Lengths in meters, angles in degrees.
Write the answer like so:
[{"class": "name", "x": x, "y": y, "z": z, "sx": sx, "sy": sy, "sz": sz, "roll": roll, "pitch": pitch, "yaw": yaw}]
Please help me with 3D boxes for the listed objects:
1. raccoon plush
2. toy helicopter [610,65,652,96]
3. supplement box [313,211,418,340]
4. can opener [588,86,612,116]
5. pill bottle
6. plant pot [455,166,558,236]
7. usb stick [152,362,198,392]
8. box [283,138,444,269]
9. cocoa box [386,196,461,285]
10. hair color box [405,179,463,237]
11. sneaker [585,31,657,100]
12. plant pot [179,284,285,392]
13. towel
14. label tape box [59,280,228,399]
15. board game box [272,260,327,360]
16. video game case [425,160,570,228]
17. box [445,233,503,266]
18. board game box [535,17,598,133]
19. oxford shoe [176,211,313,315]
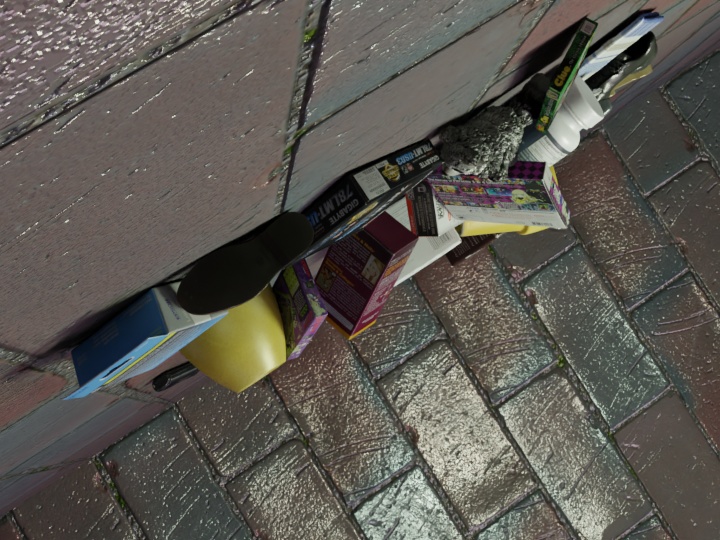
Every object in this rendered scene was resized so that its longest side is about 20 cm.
[{"class": "raccoon plush", "x": 0.184, "y": -0.217, "z": 1.347, "sx": 0.202, "sy": 0.096, "sz": 0.134, "roll": -64, "pitch": 158, "yaw": 4}, {"class": "toy helicopter", "x": 0.459, "y": -0.346, "z": 1.783, "sx": 0.198, "sy": 0.080, "sz": 0.132, "roll": -25, "pitch": -167, "yaw": -5}, {"class": "supplement box", "x": 0.000, "y": 0.000, "z": 1.574, "sx": 0.085, "sy": 0.110, "sz": 0.201, "roll": -30, "pitch": 154, "yaw": -50}, {"class": "can opener", "x": 0.329, "y": -0.265, "z": 1.609, "sx": 0.198, "sy": 0.067, "sz": 0.052, "roll": -15, "pitch": -172, "yaw": 39}, {"class": "pill bottle", "x": 0.285, "y": -0.226, "z": 1.520, "sx": 0.199, "sy": 0.120, "sz": 0.119, "roll": -35, "pitch": 176, "yaw": 27}, {"class": "plant pot", "x": 0.262, "y": -0.156, "z": 1.832, "sx": 0.186, "sy": 0.203, "sz": 0.201, "roll": -16, "pitch": 174, "yaw": -8}, {"class": "usb stick", "x": -0.421, "y": 0.241, "z": 2.171, "sx": 0.055, "sy": 0.033, "sz": 0.200, "roll": -41, "pitch": 175, "yaw": 13}, {"class": "box", "x": -0.005, "y": -0.093, "z": 1.312, "sx": 0.199, "sy": 0.050, "sz": 0.198, "roll": -36, "pitch": 175, "yaw": 41}, {"class": "cocoa box", "x": 0.075, "y": -0.054, "z": 1.823, "sx": 0.199, "sy": 0.134, "sz": 0.131, "roll": -33, "pitch": 177, "yaw": -3}, {"class": "hair color box", "x": 0.158, "y": -0.135, "z": 1.652, "sx": 0.061, "sy": 0.103, "sz": 0.199, "roll": 2, "pitch": -161, "yaw": 36}, {"class": "sneaker", "x": 0.437, "y": -0.355, "z": 1.655, "sx": 0.200, "sy": 0.076, "sz": 0.091, "roll": -43, "pitch": 168, "yaw": 6}, {"class": "plant pot", "x": -0.209, "y": 0.126, "z": 1.628, "sx": 0.199, "sy": 0.143, "sz": 0.200, "roll": -33, "pitch": 176, "yaw": -2}, {"class": "towel", "x": 0.400, "y": -0.359, "z": 1.550, "sx": 0.199, "sy": 0.024, "sz": 0.146, "roll": -37, "pitch": 175, "yaw": 34}, {"class": "label tape box", "x": -0.267, "y": 0.078, "z": 1.129, "sx": 0.143, "sy": 0.067, "sz": 0.200, "roll": -35, "pitch": 174, "yaw": 18}, {"class": "board game box", "x": -0.115, "y": 0.065, "z": 1.628, "sx": 0.032, "sy": 0.121, "sz": 0.200, "roll": -11, "pitch": 159, "yaw": -24}, {"class": "video game case", "x": 0.218, "y": -0.123, "z": 1.495, "sx": 0.198, "sy": 0.036, "sz": 0.181, "roll": 6, "pitch": 162, "yaw": 28}, {"class": "box", "x": 0.262, "y": -0.141, "z": 2.067, "sx": 0.165, "sy": 0.165, "sz": 0.200, "roll": -31, "pitch": 176, "yaw": -30}, {"class": "board game box", "x": 0.282, "y": -0.264, "z": 1.298, "sx": 0.106, "sy": 0.023, "sz": 0.200, "roll": -59, "pitch": 172, "yaw": -4}, {"class": "oxford shoe", "x": -0.145, "y": 0.001, "z": 1.154, "sx": 0.199, "sy": 0.072, "sz": 0.071, "roll": -33, "pitch": -179, "yaw": -33}]
